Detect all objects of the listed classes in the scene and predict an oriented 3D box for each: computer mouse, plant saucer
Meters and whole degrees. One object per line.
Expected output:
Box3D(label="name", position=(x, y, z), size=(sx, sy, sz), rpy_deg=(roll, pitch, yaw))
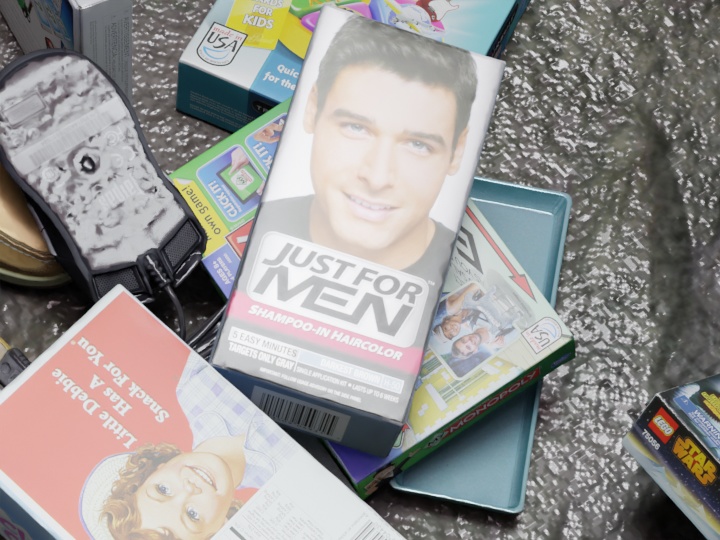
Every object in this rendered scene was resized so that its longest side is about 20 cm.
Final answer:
Box3D(label="computer mouse", position=(-0.144, -0.005, 1.222), size=(0.140, 0.046, 0.200), rpy_deg=(-37, 80, -14))
Box3D(label="plant saucer", position=(0.064, 0.038, 1.269), size=(0.069, 0.019, 0.201), rpy_deg=(11, 55, 2))

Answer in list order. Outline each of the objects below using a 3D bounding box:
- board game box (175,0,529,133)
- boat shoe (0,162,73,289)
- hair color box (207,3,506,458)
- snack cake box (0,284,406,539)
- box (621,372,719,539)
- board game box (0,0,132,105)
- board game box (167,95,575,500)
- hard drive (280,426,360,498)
Box3D(label="board game box", position=(0.006, -0.147, 1.368), size=(0.150, 0.047, 0.201), rpy_deg=(23, 57, 9))
Box3D(label="boat shoe", position=(-0.221, -0.068, 1.272), size=(0.199, 0.076, 0.072), rpy_deg=(35, 57, 15))
Box3D(label="hair color box", position=(-0.003, -0.021, 1.190), size=(0.098, 0.061, 0.201), rpy_deg=(17, 67, -2))
Box3D(label="snack cake box", position=(-0.081, 0.118, 1.117), size=(0.200, 0.067, 0.115), rpy_deg=(41, 66, 11))
Box3D(label="box", position=(0.237, 0.130, 1.179), size=(0.136, 0.040, 0.200), rpy_deg=(-12, 54, -49))
Box3D(label="board game box", position=(-0.180, -0.178, 1.320), size=(0.034, 0.127, 0.201), rpy_deg=(-22, 62, -19))
Box3D(label="board game box", position=(0.000, 0.000, 1.242), size=(0.134, 0.029, 0.200), rpy_deg=(-33, 67, -9))
Box3D(label="hard drive", position=(-0.080, 0.166, 1.158), size=(0.199, 0.033, 0.140), rpy_deg=(-27, 63, -21))
